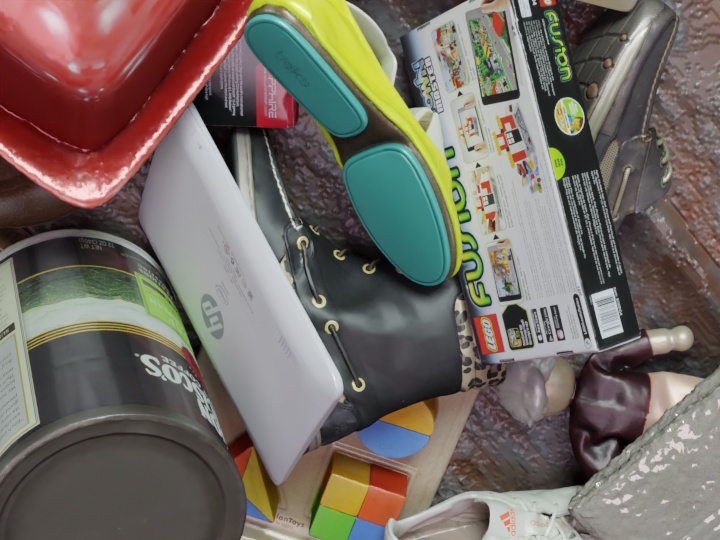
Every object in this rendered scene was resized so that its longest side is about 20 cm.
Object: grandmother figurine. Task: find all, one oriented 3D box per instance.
[{"bbox_3d":[0.180,0.093,0.863,0.197,0.061,0.123,16,84,0],"label":"grandmother figurine"}]

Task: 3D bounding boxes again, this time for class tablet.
[{"bbox_3d":[-0.076,0.014,0.776,0.014,0.202,0.131,-17,156,-30],"label":"tablet"}]

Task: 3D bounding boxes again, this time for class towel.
[{"bbox_3d":[0.239,0.126,0.823,0.132,0.035,0.200,42,110,-11],"label":"towel"}]

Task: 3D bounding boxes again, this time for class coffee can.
[{"bbox_3d":[-0.159,0.087,0.778,0.144,0.201,0.148,-9,123,-15],"label":"coffee can"}]

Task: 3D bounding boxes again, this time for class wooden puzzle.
[{"bbox_3d":[-0.029,0.109,0.883,0.183,0.046,0.202,19,111,-4],"label":"wooden puzzle"}]

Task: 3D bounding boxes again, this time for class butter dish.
[{"bbox_3d":[-0.146,-0.167,0.654,0.199,0.148,0.201,38,77,-10],"label":"butter dish"}]

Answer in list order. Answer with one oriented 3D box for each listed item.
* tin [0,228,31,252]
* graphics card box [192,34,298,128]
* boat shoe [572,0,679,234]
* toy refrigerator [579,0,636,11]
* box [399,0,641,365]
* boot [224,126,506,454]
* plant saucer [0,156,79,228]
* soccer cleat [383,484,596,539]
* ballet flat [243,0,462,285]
[{"bbox_3d":[-0.288,-0.007,0.859,0.199,0.042,0.112,35,105,-10],"label":"tin"},{"bbox_3d":[-0.135,-0.152,0.786,0.197,0.051,0.127,1,112,2],"label":"graphics card box"},{"bbox_3d":[0.146,-0.068,0.799,0.072,0.075,0.202,15,120,-13],"label":"boat shoe"},{"bbox_3d":[0.065,-0.210,0.730,0.197,0.077,0.070,13,152,-3],"label":"toy refrigerator"},{"bbox_3d":[0.087,-0.052,0.751,0.034,0.110,0.203,-14,90,-31],"label":"box"},{"bbox_3d":[0.000,0.000,0.821,0.148,0.073,0.203,-12,80,-12],"label":"boot"},{"bbox_3d":[-0.220,-0.115,0.761,0.197,0.037,0.203,2,110,5],"label":"plant saucer"},{"bbox_3d":[0.110,0.174,0.875,0.197,0.070,0.078,-14,135,1],"label":"soccer cleat"},{"bbox_3d":[0.010,-0.085,0.750,0.066,0.067,0.201,-10,125,43],"label":"ballet flat"}]
